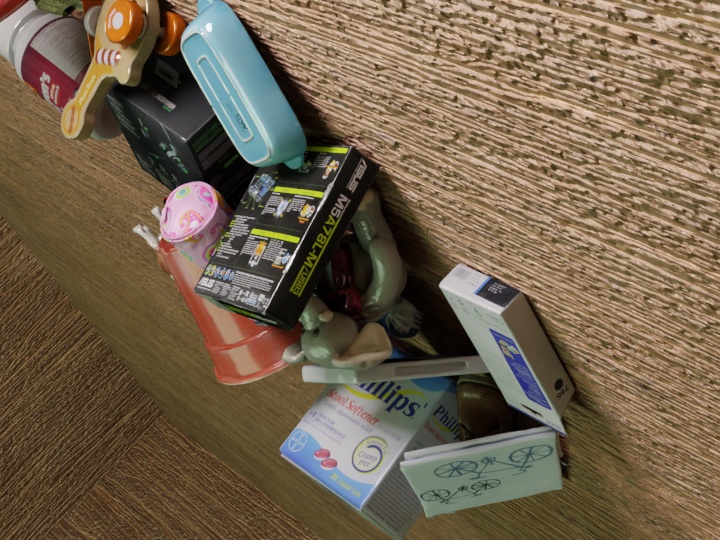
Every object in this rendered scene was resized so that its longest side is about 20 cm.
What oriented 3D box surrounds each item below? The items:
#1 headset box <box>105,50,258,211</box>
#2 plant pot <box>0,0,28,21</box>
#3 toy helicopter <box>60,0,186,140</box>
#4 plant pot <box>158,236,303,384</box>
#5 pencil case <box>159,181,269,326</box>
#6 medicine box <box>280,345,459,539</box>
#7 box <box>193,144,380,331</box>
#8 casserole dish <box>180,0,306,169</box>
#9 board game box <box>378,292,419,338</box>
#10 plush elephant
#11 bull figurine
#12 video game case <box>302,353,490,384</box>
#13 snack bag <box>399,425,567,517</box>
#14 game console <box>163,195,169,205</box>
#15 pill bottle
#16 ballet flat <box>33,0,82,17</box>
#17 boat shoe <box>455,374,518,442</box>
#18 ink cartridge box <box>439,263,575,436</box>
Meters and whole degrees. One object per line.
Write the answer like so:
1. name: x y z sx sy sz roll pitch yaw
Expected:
1. headset box: -0.206 -0.168 1.592 0.174 0.093 0.200 35 161 30
2. plant pot: -0.425 -0.374 1.452 0.183 0.201 0.200 45 166 -32
3. toy helicopter: -0.286 -0.236 1.495 0.079 0.201 0.132 5 -144 -48
4. plant pot: -0.151 0.009 1.750 0.200 0.200 0.196 12 136 61
5. pencil case: -0.153 -0.017 1.574 0.087 0.088 0.200 30 167 41
6. medicine box: 0.029 0.212 1.746 0.182 0.200 0.103 26 166 47
7. box: -0.083 -0.042 1.426 0.047 0.194 0.200 34 169 -27
8. casserole dish: -0.126 -0.185 1.389 0.201 0.039 0.121 59 159 -9
9. board game box: 0.000 0.000 1.608 0.200 0.039 0.158 42 160 -9
10. plush elephant: -0.027 0.034 1.461 0.164 0.155 0.200 -10 123 47
11. bull figurine: -0.274 -0.028 1.987 0.122 0.065 0.200 49 171 -2
12. video game case: 0.045 0.115 1.571 0.200 0.180 0.024 169 97 -71
13. snack bag: 0.153 0.240 1.610 0.200 0.187 0.022 66 -168 -60
14. game console: -0.215 -0.023 2.014 0.177 0.031 0.200 48 172 22
15. pill bottle: -0.374 -0.263 1.738 0.200 0.110 0.110 37 162 23
16. ballet flat: -0.332 -0.336 1.575 0.065 0.071 0.200 21 176 -24
17. boat shoe: 0.152 0.190 1.609 0.071 0.068 0.200 9 154 23
18. ink cartridge box: 0.162 0.084 1.417 0.099 0.039 0.201 26 154 48
